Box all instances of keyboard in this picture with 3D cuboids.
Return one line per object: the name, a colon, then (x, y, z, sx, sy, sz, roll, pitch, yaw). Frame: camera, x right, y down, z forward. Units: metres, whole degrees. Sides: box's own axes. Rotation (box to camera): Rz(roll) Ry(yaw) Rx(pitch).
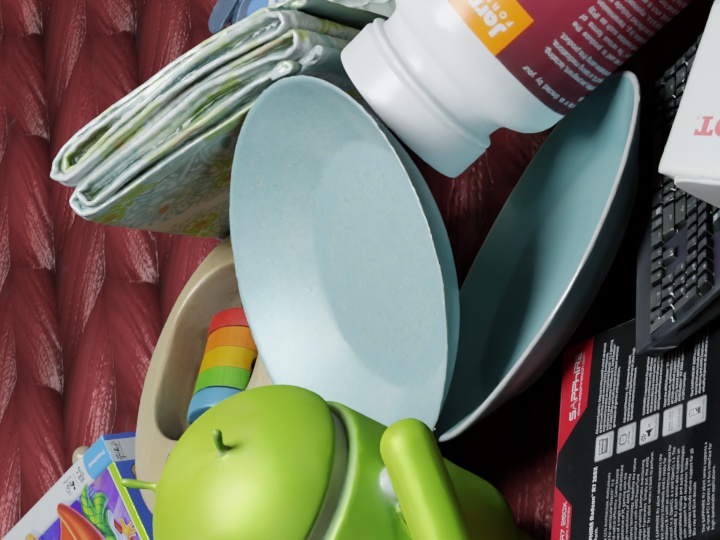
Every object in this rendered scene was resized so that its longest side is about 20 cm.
keyboard: (0.166, -0.056, 1.069, 0.127, 0.021, 0.201, -40, 25, 32)

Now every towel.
towel: (-0.057, -0.082, 1.311, 0.171, 0.200, 0.048, -33, 75, 19)

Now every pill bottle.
pill bottle: (0.090, -0.142, 1.164, 0.200, 0.113, 0.113, -43, 36, 13)

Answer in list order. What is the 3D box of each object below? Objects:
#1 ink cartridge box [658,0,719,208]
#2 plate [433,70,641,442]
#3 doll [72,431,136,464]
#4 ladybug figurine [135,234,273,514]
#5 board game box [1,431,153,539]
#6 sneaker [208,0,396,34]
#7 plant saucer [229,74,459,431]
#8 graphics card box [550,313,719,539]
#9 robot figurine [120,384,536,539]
ink cartridge box: (0.218, -0.108, 0.927, 0.145, 0.083, 0.201, 7, 75, 52)
plate: (0.089, -0.003, 1.161, 0.201, 0.025, 0.200, -58, 11, 19)
doll: (-0.138, 0.154, 1.450, 0.200, 0.048, 0.137, -50, 50, 31)
ladybug figurine: (-0.060, 0.065, 1.341, 0.135, 0.072, 0.201, -14, 50, 42)
board game box: (-0.160, 0.204, 1.409, 0.200, 0.045, 0.135, -45, 62, 35)
sneaker: (-0.016, -0.187, 1.439, 0.200, 0.080, 0.147, -40, 44, 48)
plant saucer: (0.000, 0.000, 1.193, 0.201, 0.038, 0.202, 29, 126, 51)
graphics card box: (0.162, 0.067, 1.017, 0.200, 0.051, 0.126, -30, 46, 49)
robot figurine: (-0.008, 0.126, 1.101, 0.175, 0.199, 0.116, -33, 36, 44)
